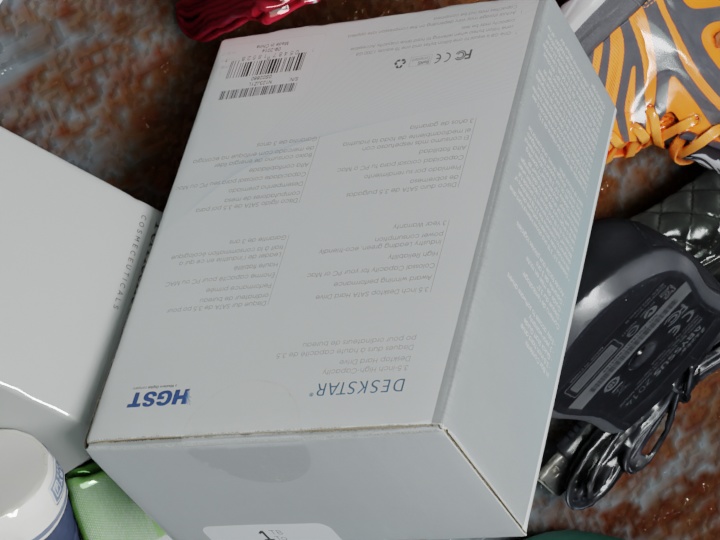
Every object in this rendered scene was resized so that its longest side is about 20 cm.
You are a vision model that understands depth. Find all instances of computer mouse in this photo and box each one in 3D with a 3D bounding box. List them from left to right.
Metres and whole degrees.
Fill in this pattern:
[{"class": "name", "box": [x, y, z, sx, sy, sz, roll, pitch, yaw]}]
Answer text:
[{"class": "computer mouse", "box": [0.104, 0.027, 0.964, 0.138, 0.200, 0.053, -45, 65, 3]}]

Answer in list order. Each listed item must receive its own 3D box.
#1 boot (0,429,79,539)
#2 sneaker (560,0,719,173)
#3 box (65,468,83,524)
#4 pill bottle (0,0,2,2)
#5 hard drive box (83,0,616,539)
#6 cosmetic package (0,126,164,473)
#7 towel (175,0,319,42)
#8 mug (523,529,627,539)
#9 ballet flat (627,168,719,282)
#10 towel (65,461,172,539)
[{"class": "boot", "box": [-0.203, 0.131, 0.871, 0.199, 0.073, 0.091, -13, 130, -1]}, {"class": "sneaker", "box": [0.114, -0.058, 0.988, 0.112, 0.078, 0.200, 38, 84, 1]}, {"class": "box", "box": [-0.217, 0.157, 0.929, 0.160, 0.044, 0.201, 18, 91, -22]}, {"class": "pill bottle", "box": [-0.217, -0.171, 0.845, 0.199, 0.113, 0.114, 28, 87, -21]}, {"class": "hard drive box", "box": [0.000, 0.000, 0.873, 0.077, 0.155, 0.201, 53, 43, -43]}, {"class": "cosmetic package", "box": [-0.182, -0.006, 0.880, 0.199, 0.085, 0.108, 26, 57, -21]}, {"class": "towel", "box": [0.031, -0.128, 0.926, 0.199, 0.145, 0.023, -16, 97, -17]}, {"class": "mug", "box": [0.131, 0.191, 1.011, 0.185, 0.114, 0.153, -35, 112, -26]}, {"class": "ballet flat", "box": [0.103, 0.001, 1.030, 0.199, 0.067, 0.057, -18, 59, -17]}, {"class": "towel", "box": [-0.035, 0.148, 0.979, 0.149, 0.031, 0.201, -29, 110, -32]}]
